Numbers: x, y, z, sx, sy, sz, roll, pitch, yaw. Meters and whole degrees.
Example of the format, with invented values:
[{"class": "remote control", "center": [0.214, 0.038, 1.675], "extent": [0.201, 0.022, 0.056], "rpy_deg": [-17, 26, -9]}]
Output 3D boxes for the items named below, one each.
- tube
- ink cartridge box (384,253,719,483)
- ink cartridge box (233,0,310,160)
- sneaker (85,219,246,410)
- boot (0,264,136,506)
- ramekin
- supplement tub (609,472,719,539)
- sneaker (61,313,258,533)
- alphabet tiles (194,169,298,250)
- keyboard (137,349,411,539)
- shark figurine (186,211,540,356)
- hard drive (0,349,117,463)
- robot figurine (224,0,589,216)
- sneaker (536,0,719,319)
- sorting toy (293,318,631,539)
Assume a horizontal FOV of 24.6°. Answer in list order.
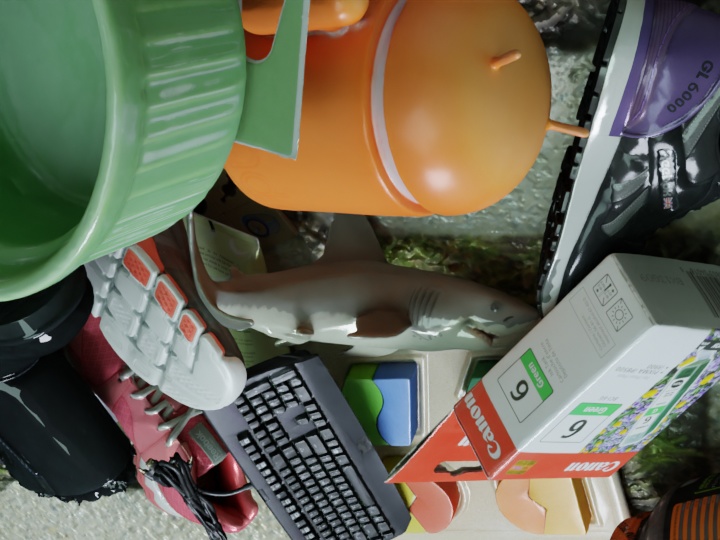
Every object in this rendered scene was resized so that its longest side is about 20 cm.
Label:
[{"class": "tube", "center": [-0.068, 0.046, 1.001], "extent": [0.057, 0.052, 0.201], "rpy_deg": [-10, 129, 5]}, {"class": "ink cartridge box", "center": [0.114, 0.074, 0.887], "extent": [0.108, 0.051, 0.200], "rpy_deg": [5, 136, -44]}, {"class": "ink cartridge box", "center": [-0.090, -0.143, 0.763], "extent": [0.199, 0.048, 0.147], "rpy_deg": [16, 110, 31]}, {"class": "sneaker", "center": [-0.116, -0.018, 0.905], "extent": [0.200, 0.082, 0.077], "rpy_deg": [52, 137, 7]}, {"class": "boot", "center": [-0.177, 0.061, 0.913], "extent": [0.197, 0.073, 0.163], "rpy_deg": [5, 133, 49]}, {"class": "ramekin", "center": [-0.144, -0.094, 0.725], "extent": [0.199, 0.097, 0.202], "rpy_deg": [11, 109, 35]}, {"class": "supplement tub", "center": [0.246, 0.166, 0.931], "extent": [0.199, 0.123, 0.123], "rpy_deg": [-21, 120, 36]}, {"class": "sneaker", "center": [-0.113, 0.082, 1.008], "extent": [0.086, 0.074, 0.201], "rpy_deg": [24, 147, 48]}, {"class": "alphabet tiles", "center": [-0.133, -0.060, 0.965], "extent": [0.199, 0.006, 0.167], "rpy_deg": [-21, 120, 35]}, {"class": "keyboard", "center": [-0.052, 0.127, 0.979], "extent": [0.126, 0.021, 0.201], "rpy_deg": [-22, 137, 6]}, {"class": "shark figurine", "center": [-0.022, -0.001, 0.899], "extent": [0.213, 0.090, 0.128], "rpy_deg": [8, 169, -32]}, {"class": "hard drive", "center": [-0.238, 0.039, 1.022], "extent": [0.134, 0.043, 0.200], "rpy_deg": [-20, 127, 22]}, {"class": "robot figurine", "center": [0.008, -0.084, 0.797], "extent": [0.199, 0.116, 0.145], "rpy_deg": [4, 115, 35]}, {"class": "sneaker", "center": [0.144, -0.041, 0.823], "extent": [0.087, 0.076, 0.201], "rpy_deg": [14, 134, 2]}, {"class": "sorting toy", "center": [0.062, 0.108, 1.014], "extent": [0.183, 0.037, 0.201], "rpy_deg": [-4, 129, 25]}]
